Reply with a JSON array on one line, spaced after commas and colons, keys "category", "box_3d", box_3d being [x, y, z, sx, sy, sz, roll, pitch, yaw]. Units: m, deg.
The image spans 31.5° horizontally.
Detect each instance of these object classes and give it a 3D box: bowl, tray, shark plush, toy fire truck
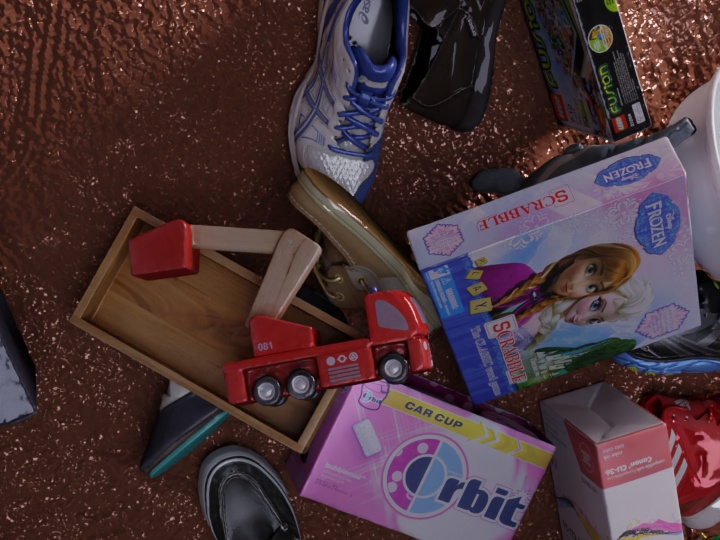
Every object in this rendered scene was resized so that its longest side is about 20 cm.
[{"category": "bowl", "box_3d": [0.300, -0.064, 1.034, 0.201, 0.090, 0.202, 21, 60, -41]}, {"category": "tray", "box_3d": [-0.105, 0.044, 0.955, 0.199, 0.037, 0.099, 29, 86, 6]}, {"category": "shark plush", "box_3d": [0.176, -0.050, 0.998, 0.199, 0.083, 0.091, -21, 115, 19]}, {"category": "toy fire truck", "box_3d": [-0.056, 0.024, 0.911, 0.199, 0.049, 0.142, -11, 83, 3]}]

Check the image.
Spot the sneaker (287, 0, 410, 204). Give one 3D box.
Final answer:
[{"category": "sneaker", "box_3d": [-0.007, -0.136, 0.959, 0.075, 0.088, 0.201, 2, 104, -17]}]

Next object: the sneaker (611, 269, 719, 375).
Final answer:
[{"category": "sneaker", "box_3d": [0.307, 0.041, 1.091, 0.198, 0.071, 0.083, -3, 110, -11]}]

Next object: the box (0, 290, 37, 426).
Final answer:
[{"category": "box", "box_3d": [-0.355, 0.038, 0.892, 0.196, 0.117, 0.201, -23, 106, -9]}]

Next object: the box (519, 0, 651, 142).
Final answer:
[{"category": "box", "box_3d": [0.158, -0.203, 0.974, 0.035, 0.110, 0.201, -23, 107, -8]}]

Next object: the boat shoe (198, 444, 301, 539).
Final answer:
[{"category": "boat shoe", "box_3d": [-0.073, 0.236, 1.040, 0.070, 0.064, 0.201, -24, 108, -8]}]

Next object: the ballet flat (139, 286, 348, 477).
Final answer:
[{"category": "ballet flat", "box_3d": [-0.102, 0.080, 1.001, 0.200, 0.073, 0.073, -35, 109, 2]}]

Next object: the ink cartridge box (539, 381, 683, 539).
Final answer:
[{"category": "ink cartridge box", "box_3d": [0.217, 0.210, 1.082, 0.067, 0.116, 0.201, -16, 106, -12]}]

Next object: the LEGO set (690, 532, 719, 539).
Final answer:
[{"category": "LEGO set", "box_3d": [0.392, 0.256, 1.162, 0.154, 0.116, 0.200, 43, 78, 10]}]

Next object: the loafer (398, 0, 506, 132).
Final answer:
[{"category": "loafer", "box_3d": [0.070, -0.206, 0.969, 0.071, 0.073, 0.201, 3, 102, -17]}]

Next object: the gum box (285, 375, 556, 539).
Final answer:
[{"category": "gum box", "box_3d": [0.044, 0.151, 1.050, 0.199, 0.066, 0.114, 23, 97, -18]}]

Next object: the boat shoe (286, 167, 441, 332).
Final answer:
[{"category": "boat shoe", "box_3d": [0.000, 0.000, 0.978, 0.066, 0.074, 0.200, -39, 130, 6]}]

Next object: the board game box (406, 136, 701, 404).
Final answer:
[{"category": "board game box", "box_3d": [0.155, 0.008, 0.974, 0.199, 0.041, 0.200, -21, 142, 5]}]

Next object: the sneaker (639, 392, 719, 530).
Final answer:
[{"category": "sneaker", "box_3d": [0.322, 0.123, 1.112, 0.115, 0.078, 0.200, 39, 90, -21]}]
